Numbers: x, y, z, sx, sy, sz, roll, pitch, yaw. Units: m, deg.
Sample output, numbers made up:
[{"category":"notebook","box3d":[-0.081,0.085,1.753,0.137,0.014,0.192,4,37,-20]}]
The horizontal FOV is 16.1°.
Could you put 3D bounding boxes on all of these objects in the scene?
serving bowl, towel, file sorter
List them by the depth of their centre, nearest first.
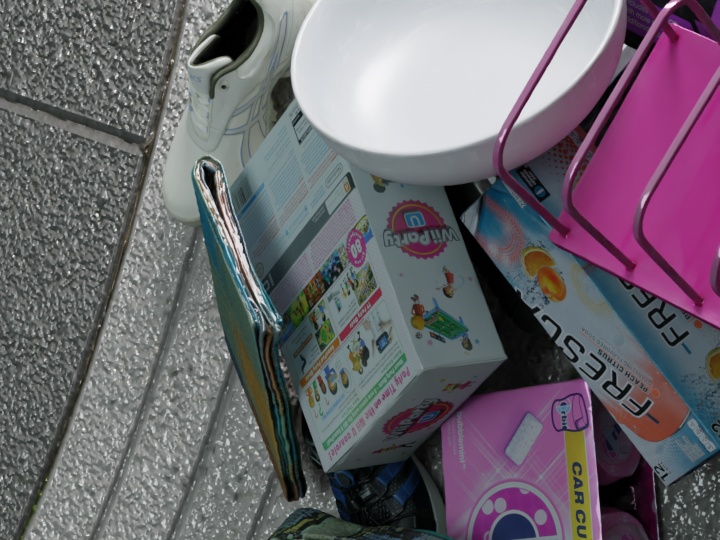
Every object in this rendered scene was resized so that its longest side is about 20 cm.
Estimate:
[{"category":"file sorter","box3d":[0.189,-0.052,1.312,0.199,0.125,0.140,29,87,32]},{"category":"serving bowl","box3d":[0.063,-0.119,1.458,0.199,0.066,0.201,-14,44,14]},{"category":"towel","box3d":[-0.069,0.039,1.612,0.022,0.201,0.147,-17,54,-7]}]

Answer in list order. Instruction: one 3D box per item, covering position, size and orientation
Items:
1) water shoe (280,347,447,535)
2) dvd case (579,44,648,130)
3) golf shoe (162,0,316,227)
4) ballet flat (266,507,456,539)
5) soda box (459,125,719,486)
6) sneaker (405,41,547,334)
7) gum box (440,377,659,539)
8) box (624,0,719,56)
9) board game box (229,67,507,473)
[{"category":"water shoe","box3d":[-0.004,0.125,1.610,0.071,0.079,0.201,-30,67,33]},{"category":"dvd case","box3d":[0.111,-0.184,1.553,0.149,0.016,0.200,-48,54,-7]},{"category":"golf shoe","box3d":[-0.095,-0.121,1.700,0.078,0.097,0.201,41,112,32]},{"category":"ballet flat","box3d":[0.002,0.190,1.533,0.199,0.074,0.075,1,85,56]},{"category":"soda box","box3d":[0.150,0.020,1.453,0.200,0.068,0.064,52,145,6]},{"category":"sneaker","box3d":[0.092,-0.061,1.545,0.201,0.087,0.076,60,154,12]},{"category":"gum box","box3d":[0.115,0.170,1.516,0.113,0.066,0.202,-11,79,39]},{"category":"box","box3d":[0.213,-0.194,1.386,0.143,0.036,0.201,31,126,36]},{"category":"board game box","box3d":[0.000,0.000,1.540,0.148,0.064,0.201,-49,54,52]}]
